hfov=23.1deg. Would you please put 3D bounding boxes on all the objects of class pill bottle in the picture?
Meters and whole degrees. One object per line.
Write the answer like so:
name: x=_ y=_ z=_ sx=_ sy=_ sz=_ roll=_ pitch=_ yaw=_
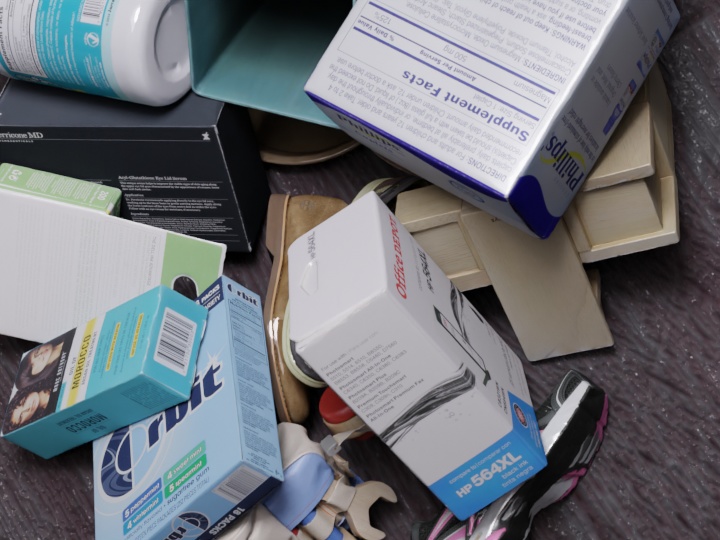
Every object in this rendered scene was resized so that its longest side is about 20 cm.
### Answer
pill bottle: x=-0.228 y=-0.199 z=1.398 sx=0.200 sy=0.111 sz=0.111 roll=13 pitch=78 yaw=25

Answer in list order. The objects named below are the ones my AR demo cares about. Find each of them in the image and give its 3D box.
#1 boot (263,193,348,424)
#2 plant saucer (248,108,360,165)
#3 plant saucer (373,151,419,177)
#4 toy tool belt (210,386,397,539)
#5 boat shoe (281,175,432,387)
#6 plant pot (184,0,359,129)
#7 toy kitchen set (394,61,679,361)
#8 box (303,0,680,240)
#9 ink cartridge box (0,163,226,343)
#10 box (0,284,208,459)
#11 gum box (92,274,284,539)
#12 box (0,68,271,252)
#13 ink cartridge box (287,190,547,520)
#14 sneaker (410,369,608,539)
boot: x=-0.039 y=0.031 z=1.434 sx=0.075 sy=0.074 sz=0.200 roll=0 pitch=72 yaw=4
plant saucer: x=-0.046 y=-0.182 z=1.516 sx=0.200 sy=0.029 sz=0.200 roll=-4 pitch=73 yaw=13
plant saucer: x=0.081 y=-0.165 z=1.443 sx=0.200 sy=0.035 sz=0.201 roll=0 pitch=62 yaw=0
toy tool belt: x=-0.040 y=0.185 z=1.377 sx=0.200 sy=0.123 sz=0.125 roll=-41 pitch=30 yaw=-4
boat shoe: x=0.000 y=0.000 z=1.396 sx=0.073 sy=0.065 sz=0.200 roll=33 pitch=61 yaw=-16
plant pot: x=-0.031 y=-0.237 z=1.387 sx=0.141 sy=0.141 sz=0.200 roll=15 pitch=46 yaw=16
toy kitchen set: x=0.154 y=-0.053 z=1.401 sx=0.200 sy=0.163 sz=0.181 roll=-13 pitch=39 yaw=19
box: x=0.096 y=-0.157 z=1.269 sx=0.184 sy=0.105 sz=0.200 roll=30 pitch=86 yaw=26
ink cartridge box: x=-0.211 y=0.003 z=1.453 sx=0.200 sy=0.146 sz=0.048 roll=13 pitch=33 yaw=2
box: x=-0.206 y=0.083 z=1.404 sx=0.200 sy=0.049 sz=0.082 roll=-25 pitch=45 yaw=42
gum box: x=-0.139 y=0.127 z=1.365 sx=0.170 sy=0.045 sz=0.200 roll=-41 pitch=35 yaw=25
box: x=-0.189 y=-0.092 z=1.460 sx=0.200 sy=0.141 sz=0.079 roll=2 pitch=48 yaw=15
ink cartridge box: x=0.040 y=0.061 z=1.296 sx=0.084 sy=0.200 sz=0.146 roll=-34 pitch=28 yaw=16
sneaker: x=0.107 y=0.153 z=1.355 sx=0.086 sy=0.080 sz=0.200 roll=32 pitch=78 yaw=31
